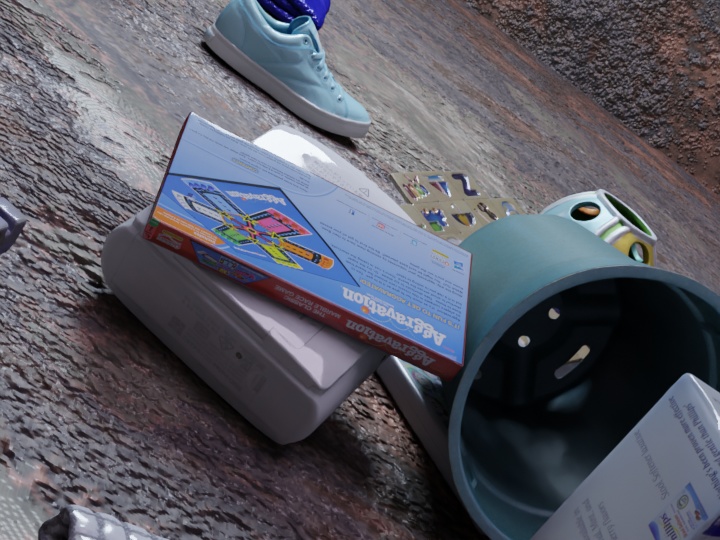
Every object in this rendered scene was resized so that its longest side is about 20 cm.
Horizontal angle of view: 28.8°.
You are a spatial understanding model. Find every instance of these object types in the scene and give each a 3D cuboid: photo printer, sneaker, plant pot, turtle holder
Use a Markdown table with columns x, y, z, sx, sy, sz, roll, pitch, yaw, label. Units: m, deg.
| x | y | z | sx | sy | sz | roll | pitch | yaw | label |
| --- | --- | --- | --- | --- | --- | --- | --- | --- | --- |
| -0.042 | -0.003 | 0.877 | 0.166 | 0.070 | 0.200 | 41 | 39 | 6 | photo printer |
| -0.057 | -0.209 | 1.423 | 0.199 | 0.082 | 0.074 | 31 | 20 | -25 | sneaker |
| 0.133 | 0.061 | 0.924 | 0.199 | 0.201 | 0.196 | 33 | 10 | -18 | plant pot |
| 0.231 | 0.000 | 1.408 | 0.140 | 0.132 | 0.186 | 36 | 18 | -12 | turtle holder |

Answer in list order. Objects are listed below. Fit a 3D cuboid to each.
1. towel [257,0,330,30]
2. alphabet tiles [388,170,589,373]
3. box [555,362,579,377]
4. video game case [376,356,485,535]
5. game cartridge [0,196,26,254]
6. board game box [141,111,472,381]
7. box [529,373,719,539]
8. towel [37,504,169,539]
| x | y | z | sx | sy | sz | roll | pitch | yaw | label |
| --- | --- | --- | --- | --- | --- | --- | --- | --- | --- |
| -0.099 | -0.370 | 1.784 | 0.147 | 0.050 | 0.200 | 35 | 18 | -9 | towel |
| 0.107 | -0.004 | 1.109 | 0.166 | 0.006 | 0.201 | -7 | 54 | -47 | alphabet tiles |
| 0.204 | 0.087 | 1.169 | 0.200 | 0.117 | 0.060 | 48 | 20 | 29 | box |
| 0.103 | 0.126 | 1.023 | 0.181 | 0.024 | 0.200 | 22 | 25 | -43 | video game case |
| -0.262 | -0.040 | 0.686 | 0.129 | 0.039 | 0.200 | 37 | 18 | 5 | game cartridge |
| -0.025 | -0.015 | 0.830 | 0.199 | 0.019 | 0.103 | 26 | 39 | -13 | board game box |
| 0.183 | 0.190 | 0.735 | 0.183 | 0.200 | 0.105 | 32 | 20 | -21 | box |
| -0.051 | 0.189 | 0.471 | 0.165 | 0.086 | 0.201 | 26 | 23 | -31 | towel |
